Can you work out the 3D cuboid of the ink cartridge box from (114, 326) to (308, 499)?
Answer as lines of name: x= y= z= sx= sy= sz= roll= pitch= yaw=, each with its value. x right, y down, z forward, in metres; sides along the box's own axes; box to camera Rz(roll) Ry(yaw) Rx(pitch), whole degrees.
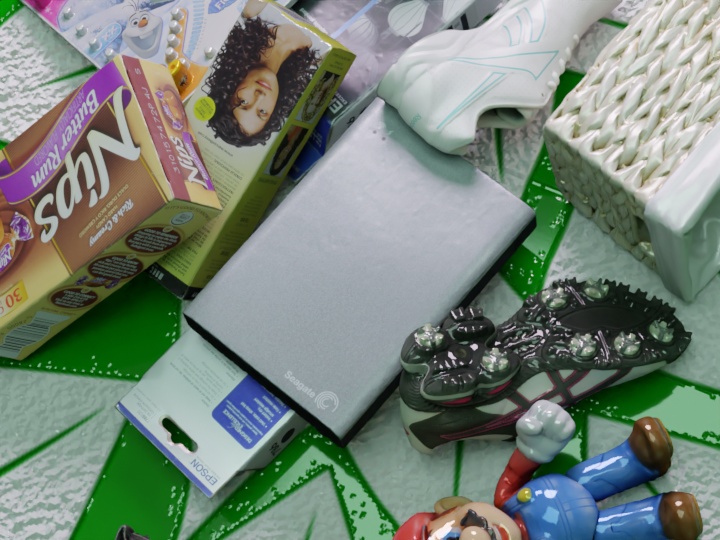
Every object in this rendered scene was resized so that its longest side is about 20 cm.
ink cartridge box: x=-0.060 y=0.055 z=1.500 sx=0.200 sy=0.039 sz=0.099 roll=-44 pitch=70 yaw=-9

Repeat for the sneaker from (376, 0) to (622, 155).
sneaker: x=0.108 y=-0.140 z=1.510 sx=0.200 sy=0.070 sz=0.080 roll=-32 pitch=74 yaw=-23

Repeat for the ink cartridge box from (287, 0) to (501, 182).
ink cartridge box: x=-0.005 y=-0.163 z=1.561 sx=0.200 sy=0.039 sz=0.099 roll=-43 pitch=70 yaw=-6

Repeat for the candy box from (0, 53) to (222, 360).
candy box: x=-0.194 y=-0.040 z=1.503 sx=0.200 sy=0.056 sz=0.117 roll=-35 pitch=63 yaw=28

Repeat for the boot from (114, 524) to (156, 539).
boot: x=-0.110 y=0.269 z=1.416 sx=0.199 sy=0.069 sz=0.175 roll=28 pitch=78 yaw=20

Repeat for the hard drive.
hard drive: x=0.000 y=0.000 z=1.471 sx=0.139 sy=0.033 sz=0.200 roll=37 pitch=76 yaw=19

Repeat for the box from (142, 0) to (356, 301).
box: x=-0.088 y=-0.081 z=1.513 sx=0.075 sy=0.050 sz=0.201 roll=34 pitch=100 yaw=20

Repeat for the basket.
basket: x=0.223 y=-0.105 z=1.456 sx=0.123 sy=0.136 sz=0.200 roll=36 pitch=80 yaw=22

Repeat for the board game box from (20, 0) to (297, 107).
board game box: x=-0.127 y=-0.225 z=1.589 sx=0.200 sy=0.026 sz=0.200 roll=-45 pitch=53 yaw=-7

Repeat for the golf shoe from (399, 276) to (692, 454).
golf shoe: x=0.116 y=0.062 z=1.453 sx=0.199 sy=0.088 sz=0.077 roll=-9 pitch=47 yaw=-17

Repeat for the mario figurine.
mario figurine: x=0.110 y=0.161 z=1.392 sx=0.199 sy=0.106 sz=0.124 roll=-21 pitch=38 yaw=-5
